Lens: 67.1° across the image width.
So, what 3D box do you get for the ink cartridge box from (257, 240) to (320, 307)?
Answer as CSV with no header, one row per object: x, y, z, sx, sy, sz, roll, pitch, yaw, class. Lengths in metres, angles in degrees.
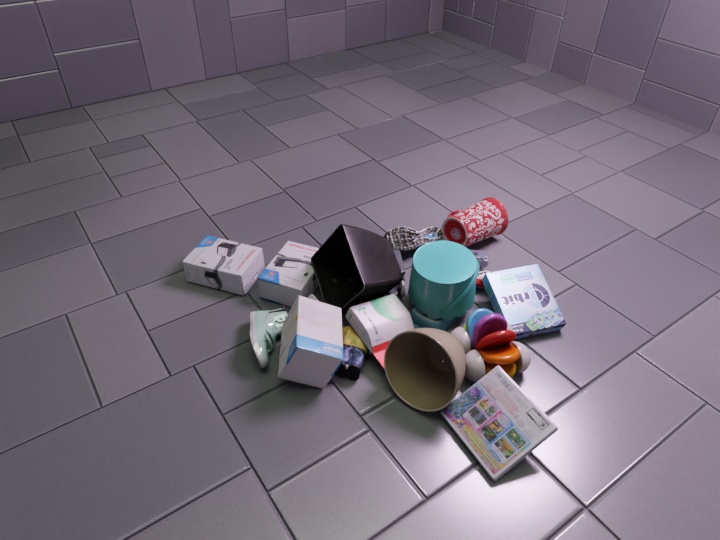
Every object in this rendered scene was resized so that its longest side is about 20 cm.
-0.198,0.010,1.638,0.144,0.084,0.200,15,41,15,ink cartridge box

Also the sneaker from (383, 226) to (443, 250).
0.167,-0.095,1.782,0.199,0.090,0.079,-1,77,-16,sneaker

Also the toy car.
0.333,0.180,1.392,0.175,0.150,0.200,-11,41,-13,toy car

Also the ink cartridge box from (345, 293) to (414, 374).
0.080,0.161,1.431,0.161,0.050,0.200,-14,52,-38,ink cartridge box

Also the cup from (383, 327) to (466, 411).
0.178,0.223,1.330,0.200,0.201,0.143,27,27,28,cup

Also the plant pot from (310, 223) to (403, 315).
0.000,0.000,1.546,0.177,0.200,0.200,-4,64,-37,plant pot

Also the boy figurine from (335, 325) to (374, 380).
-0.017,0.192,1.440,0.124,0.065,0.200,9,40,8,boy figurine

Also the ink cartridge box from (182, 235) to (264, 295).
-0.416,-0.018,1.668,0.199,0.084,0.145,13,41,14,ink cartridge box

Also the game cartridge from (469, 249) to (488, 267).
0.300,-0.043,1.707,0.199,0.042,0.133,5,9,11,game cartridge

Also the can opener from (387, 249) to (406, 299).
0.103,0.011,1.668,0.067,0.053,0.200,-3,39,-5,can opener

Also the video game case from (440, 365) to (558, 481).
0.311,0.342,1.240,0.182,0.024,0.200,-38,48,-3,video game case

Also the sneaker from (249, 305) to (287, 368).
-0.231,0.169,1.450,0.118,0.074,0.201,-12,38,-5,sneaker

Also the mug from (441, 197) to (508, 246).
0.363,-0.147,1.806,0.200,0.134,0.177,-24,3,-35,mug

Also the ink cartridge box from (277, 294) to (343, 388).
-0.125,0.171,1.379,0.125,0.129,0.200,19,38,-19,ink cartridge box

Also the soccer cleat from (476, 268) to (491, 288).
0.370,0.023,1.650,0.199,0.069,0.085,0,44,6,soccer cleat

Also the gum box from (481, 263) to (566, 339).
0.462,0.087,1.542,0.169,0.045,0.200,-10,60,-13,gum box

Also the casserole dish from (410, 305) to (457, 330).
0.223,0.106,1.567,0.121,0.039,0.200,27,47,28,casserole dish

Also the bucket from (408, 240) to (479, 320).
0.233,0.022,1.525,0.207,0.135,0.207,-1,44,1,bucket
